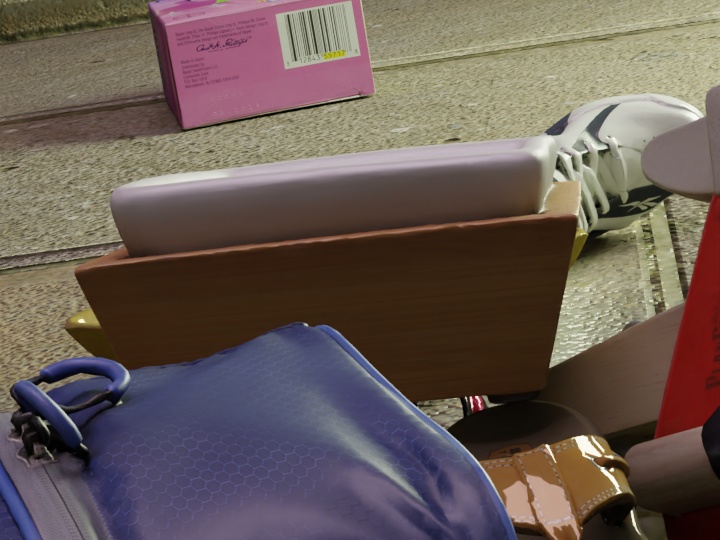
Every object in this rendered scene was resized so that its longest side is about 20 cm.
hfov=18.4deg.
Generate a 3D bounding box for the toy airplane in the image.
[{"bbox_3d":[0.155,0.030,0.769,0.199,0.141,0.200,-50,27,4],"label":"toy airplane"}]

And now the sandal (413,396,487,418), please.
[{"bbox_3d":[0.030,0.064,0.894,0.045,0.075,0.200,3,11,1],"label":"sandal"}]

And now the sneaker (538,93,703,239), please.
[{"bbox_3d":[0.116,-0.041,1.245,0.199,0.080,0.130,-11,15,-7],"label":"sneaker"}]

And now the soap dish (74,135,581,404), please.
[{"bbox_3d":[0.000,0.000,0.772,0.157,0.081,0.200,-6,5,6],"label":"soap dish"}]

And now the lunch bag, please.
[{"bbox_3d":[-0.040,0.111,0.469,0.132,0.200,0.136,-16,20,-16],"label":"lunch bag"}]

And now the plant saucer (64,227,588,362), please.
[{"bbox_3d":[-0.014,0.024,1.131,0.200,0.049,0.200,3,18,39],"label":"plant saucer"}]

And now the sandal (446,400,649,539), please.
[{"bbox_3d":[0.049,0.068,0.617,0.080,0.054,0.200,-11,17,0],"label":"sandal"}]

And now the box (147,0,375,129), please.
[{"bbox_3d":[-0.093,-0.203,2.015,0.176,0.097,0.200,-11,13,-7],"label":"box"}]
